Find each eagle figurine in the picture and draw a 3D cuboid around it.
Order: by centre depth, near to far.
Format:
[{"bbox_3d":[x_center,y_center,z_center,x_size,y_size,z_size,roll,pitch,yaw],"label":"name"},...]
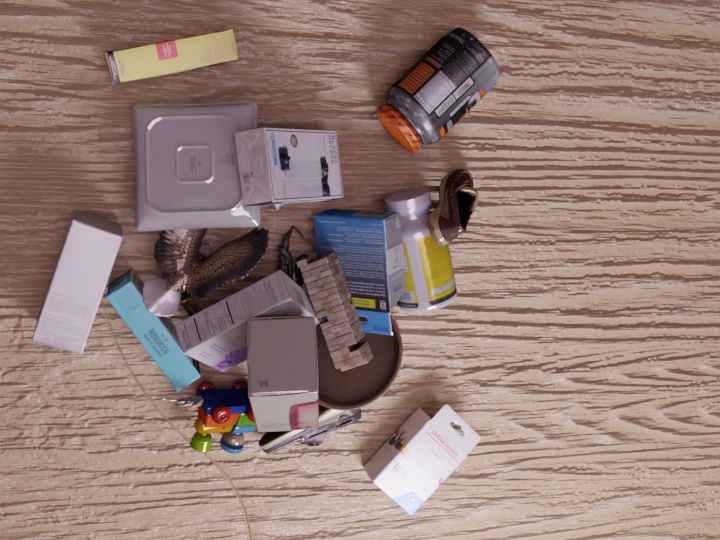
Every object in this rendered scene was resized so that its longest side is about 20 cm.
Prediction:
[{"bbox_3d":[-0.261,-0.020,1.410,0.150,0.152,0.200,13,130,-35],"label":"eagle figurine"}]

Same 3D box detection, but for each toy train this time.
[{"bbox_3d":[-0.265,0.259,1.487,0.198,0.085,0.117,5,116,-40],"label":"toy train"}]

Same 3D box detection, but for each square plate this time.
[{"bbox_3d":[-0.257,-0.166,1.359,0.195,0.028,0.203,-2,86,-2],"label":"square plate"}]

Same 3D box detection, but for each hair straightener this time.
[{"bbox_3d":[-0.113,0.024,1.528,0.076,0.041,0.203,2,98,-17],"label":"hair straightener"}]

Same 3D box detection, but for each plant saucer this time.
[{"bbox_3d":[-0.022,0.147,1.528,0.197,0.030,0.203,-4,70,11],"label":"plant saucer"}]

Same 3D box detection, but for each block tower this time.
[{"bbox_3d":[-0.041,0.067,1.465,0.057,0.054,0.202,-20,95,20],"label":"block tower"}]

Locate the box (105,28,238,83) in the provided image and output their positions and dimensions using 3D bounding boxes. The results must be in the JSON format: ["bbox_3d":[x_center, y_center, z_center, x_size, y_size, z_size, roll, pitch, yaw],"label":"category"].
[{"bbox_3d":[-0.295,-0.336,1.367,0.198,0.075,0.051,-13,105,-12],"label":"box"}]

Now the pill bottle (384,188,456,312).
[{"bbox_3d":[0.100,-0.036,1.532,0.111,0.112,0.202,-16,107,-12],"label":"pill bottle"}]

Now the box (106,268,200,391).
[{"bbox_3d":[-0.342,0.099,1.448,0.049,0.082,0.201,-33,109,-3],"label":"box"}]

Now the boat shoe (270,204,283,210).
[{"bbox_3d":[-0.177,-0.195,1.435,0.068,0.074,0.200,-43,104,-12],"label":"boat shoe"}]

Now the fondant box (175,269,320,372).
[{"bbox_3d":[-0.182,0.087,1.436,0.198,0.144,0.059,-26,65,9],"label":"fondant box"}]

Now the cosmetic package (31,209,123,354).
[{"bbox_3d":[-0.447,0.016,1.385,0.084,0.108,0.202,18,95,-18],"label":"cosmetic package"}]

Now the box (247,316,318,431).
[{"bbox_3d":[-0.122,0.170,1.406,0.107,0.201,0.129,-2,65,-4],"label":"box"}]

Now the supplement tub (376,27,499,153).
[{"bbox_3d":[0.129,-0.301,1.474,0.200,0.123,0.123,-44,110,-2],"label":"supplement tub"}]

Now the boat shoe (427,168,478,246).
[{"bbox_3d":[0.174,-0.117,1.499,0.071,0.201,0.073,-21,113,32],"label":"boat shoe"}]

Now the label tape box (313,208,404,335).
[{"bbox_3d":[0.000,0.000,1.497,0.066,0.142,0.203,-29,119,-55],"label":"label tape box"}]

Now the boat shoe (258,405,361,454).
[{"bbox_3d":[-0.086,0.286,1.573,0.198,0.073,0.065,-26,103,-9],"label":"boat shoe"}]

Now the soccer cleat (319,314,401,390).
[{"bbox_3d":[-0.016,0.147,1.573,0.199,0.067,0.077,-35,90,-5],"label":"soccer cleat"}]

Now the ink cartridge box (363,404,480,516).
[{"bbox_3d":[0.118,0.346,1.649,0.200,0.068,0.115,-46,111,-2],"label":"ink cartridge box"}]

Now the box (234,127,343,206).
[{"bbox_3d":[-0.109,-0.167,1.396,0.199,0.060,0.118,-9,93,-58],"label":"box"}]
